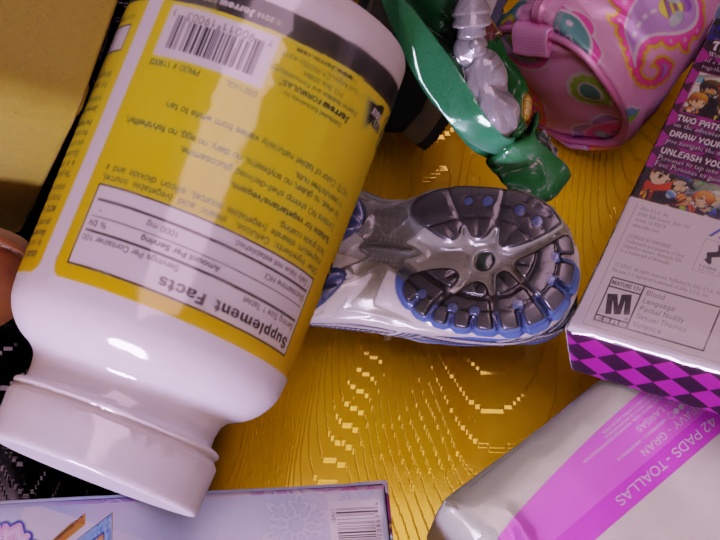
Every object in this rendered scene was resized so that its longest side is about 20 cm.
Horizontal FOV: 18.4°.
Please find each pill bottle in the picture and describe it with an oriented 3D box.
[{"bbox_3d":[-0.066,-0.013,0.856,0.112,0.112,0.201,21,80,0],"label":"pill bottle"}]

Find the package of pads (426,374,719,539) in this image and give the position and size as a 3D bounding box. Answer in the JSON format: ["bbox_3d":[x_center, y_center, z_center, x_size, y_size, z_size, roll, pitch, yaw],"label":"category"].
[{"bbox_3d":[0.149,0.131,0.907,0.154,0.068,0.200,-36,77,-20],"label":"package of pads"}]

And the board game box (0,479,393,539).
[{"bbox_3d":[-0.079,0.186,0.860,0.199,0.041,0.201,-1,67,-10],"label":"board game box"}]

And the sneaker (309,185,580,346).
[{"bbox_3d":[0.000,0.000,0.940,0.199,0.085,0.077,13,79,20],"label":"sneaker"}]

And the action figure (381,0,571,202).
[{"bbox_3d":[0.030,-0.116,0.899,0.055,0.118,0.201,-27,98,6],"label":"action figure"}]

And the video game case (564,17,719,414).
[{"bbox_3d":[0.208,-0.010,0.905,0.199,0.036,0.182,16,57,20],"label":"video game case"}]

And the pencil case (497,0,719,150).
[{"bbox_3d":[0.142,-0.146,1.013,0.087,0.087,0.200,38,69,8],"label":"pencil case"}]

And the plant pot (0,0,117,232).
[{"bbox_3d":[-0.189,-0.123,0.902,0.176,0.200,0.201,21,65,-11],"label":"plant pot"}]

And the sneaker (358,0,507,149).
[{"bbox_3d":[0.035,-0.158,0.964,0.082,0.070,0.201,22,95,-8],"label":"sneaker"}]

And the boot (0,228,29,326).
[{"bbox_3d":[-0.208,0.068,0.850,0.199,0.077,0.156,-13,53,-9],"label":"boot"}]
